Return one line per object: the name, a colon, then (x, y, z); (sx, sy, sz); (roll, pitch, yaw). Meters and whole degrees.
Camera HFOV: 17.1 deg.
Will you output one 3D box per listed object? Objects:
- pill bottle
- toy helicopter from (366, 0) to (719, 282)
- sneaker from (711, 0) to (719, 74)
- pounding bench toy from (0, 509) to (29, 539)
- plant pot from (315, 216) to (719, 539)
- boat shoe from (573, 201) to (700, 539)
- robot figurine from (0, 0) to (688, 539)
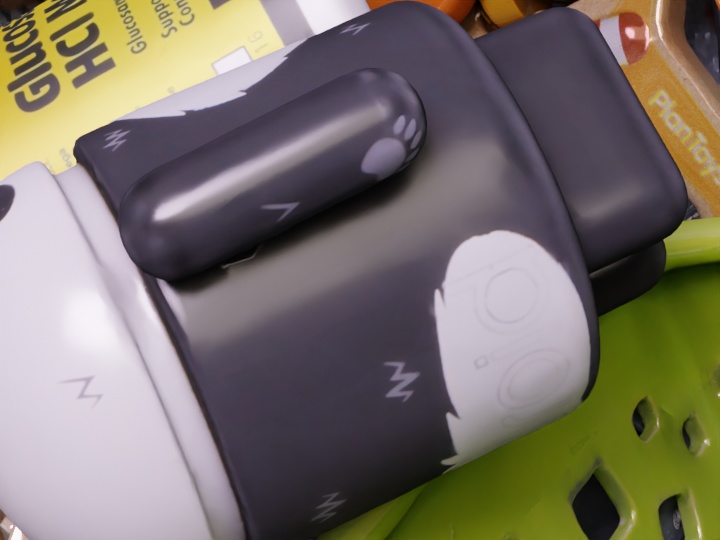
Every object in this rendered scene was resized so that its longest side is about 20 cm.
pill bottle: (-0.082, -0.028, 0.749); (0.199, 0.112, 0.113); (-30, 76, 2)
toy helicopter: (0.098, -0.076, 0.790); (0.132, 0.079, 0.200); (-43, 67, 16)
sneaker: (0.177, -0.064, 0.838); (0.075, 0.079, 0.201); (-32, 98, -47)
pounding bench toy: (-0.113, 0.148, 0.720); (0.199, 0.124, 0.157); (18, 72, 2)
plant pot: (0.133, 0.106, 0.671); (0.200, 0.198, 0.182); (-43, 117, -39)
boat shoe: (0.096, 0.053, 0.797); (0.072, 0.062, 0.201); (28, 72, 7)
robot figurine: (-0.016, 0.002, 0.642); (0.199, 0.151, 0.125); (-24, 33, -9)
